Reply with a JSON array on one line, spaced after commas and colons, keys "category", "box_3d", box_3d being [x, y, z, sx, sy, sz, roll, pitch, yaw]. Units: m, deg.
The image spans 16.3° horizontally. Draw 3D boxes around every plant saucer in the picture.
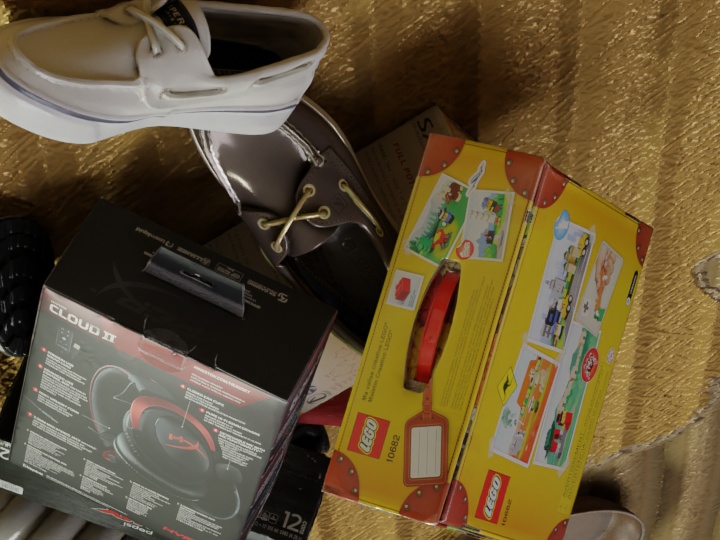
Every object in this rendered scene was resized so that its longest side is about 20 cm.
[{"category": "plant saucer", "box_3d": [0.135, 0.235, 2.057, 0.200, 0.032, 0.200, -17, 151, -9]}]

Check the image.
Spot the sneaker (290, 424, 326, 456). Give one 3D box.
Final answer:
[{"category": "sneaker", "box_3d": [-0.055, 0.150, 1.659, 0.116, 0.076, 0.200, -58, -178, 6]}]

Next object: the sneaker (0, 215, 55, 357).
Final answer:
[{"category": "sneaker", "box_3d": [-0.235, -0.001, 1.351, 0.087, 0.076, 0.200, 7, 174, 19]}]

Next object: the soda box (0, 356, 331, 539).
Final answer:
[{"category": "soda box", "box_3d": [-0.123, 0.121, 1.521, 0.200, 0.071, 0.063, 20, 145, -1]}]

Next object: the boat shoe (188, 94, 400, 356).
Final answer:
[{"category": "boat shoe", "box_3d": [-0.025, -0.027, 1.361, 0.072, 0.060, 0.200, -29, 123, 14]}]

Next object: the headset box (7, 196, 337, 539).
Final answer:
[{"category": "headset box", "box_3d": [-0.106, 0.060, 1.400, 0.148, 0.075, 0.200, 25, 142, 4]}]

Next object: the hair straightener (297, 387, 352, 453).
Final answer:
[{"category": "hair straightener", "box_3d": [-0.088, 0.102, 1.643, 0.200, 0.041, 0.077, 4, 144, -49]}]

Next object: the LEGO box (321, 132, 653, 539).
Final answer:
[{"category": "LEGO box", "box_3d": [0.073, 0.045, 1.369, 0.077, 0.200, 0.149, 14, 174, 32]}]

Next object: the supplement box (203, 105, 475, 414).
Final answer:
[{"category": "supplement box", "box_3d": [0.000, 0.000, 1.491, 0.200, 0.074, 0.126, -31, 151, 16]}]

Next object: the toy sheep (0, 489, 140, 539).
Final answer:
[{"category": "toy sheep", "box_3d": [-0.190, 0.179, 1.592, 0.138, 0.200, 0.138, -48, -175, 6]}]

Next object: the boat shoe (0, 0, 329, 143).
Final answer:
[{"category": "boat shoe", "box_3d": [-0.099, -0.106, 1.237, 0.200, 0.072, 0.066, 3, 140, -40]}]
